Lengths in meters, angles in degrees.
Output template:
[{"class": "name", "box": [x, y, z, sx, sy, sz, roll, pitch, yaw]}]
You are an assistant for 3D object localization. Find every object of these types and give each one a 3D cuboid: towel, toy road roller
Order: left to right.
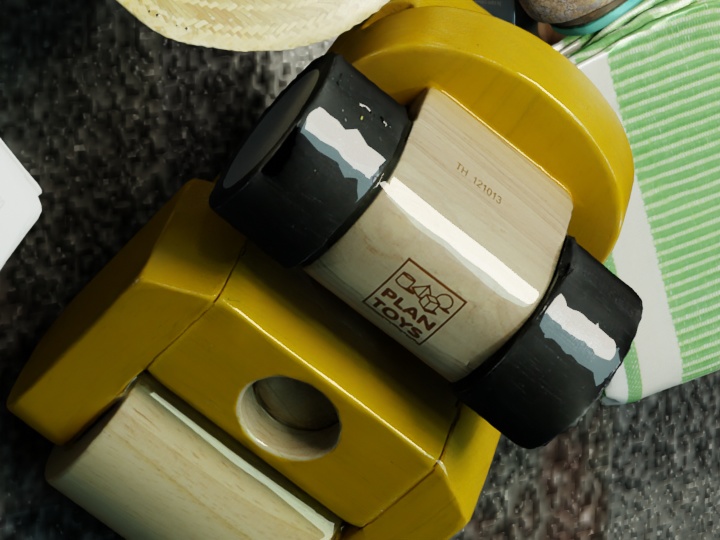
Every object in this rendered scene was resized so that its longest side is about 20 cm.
[{"class": "toy road roller", "box": [0.000, 0.000, 0.918, 0.123, 0.200, 0.146, 37, 38, -12]}, {"class": "towel", "box": [0.150, -0.052, 1.025, 0.200, 0.023, 0.153, -29, 125, -16]}]

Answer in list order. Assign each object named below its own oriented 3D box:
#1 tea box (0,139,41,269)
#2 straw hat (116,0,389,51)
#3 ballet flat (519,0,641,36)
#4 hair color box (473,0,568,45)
[{"class": "tea box", "box": [-0.218, 0.004, 0.675, 0.197, 0.200, 0.134, -54, 130, -22]}, {"class": "straw hat", "box": [-0.039, -0.168, 0.829, 0.201, 0.085, 0.202, -17, 119, -34]}, {"class": "ballet flat", "box": [0.119, -0.156, 0.988, 0.200, 0.068, 0.067, -41, 113, -26]}, {"class": "hair color box", "box": [0.064, -0.088, 1.040, 0.099, 0.060, 0.201, -10, 104, -45]}]
